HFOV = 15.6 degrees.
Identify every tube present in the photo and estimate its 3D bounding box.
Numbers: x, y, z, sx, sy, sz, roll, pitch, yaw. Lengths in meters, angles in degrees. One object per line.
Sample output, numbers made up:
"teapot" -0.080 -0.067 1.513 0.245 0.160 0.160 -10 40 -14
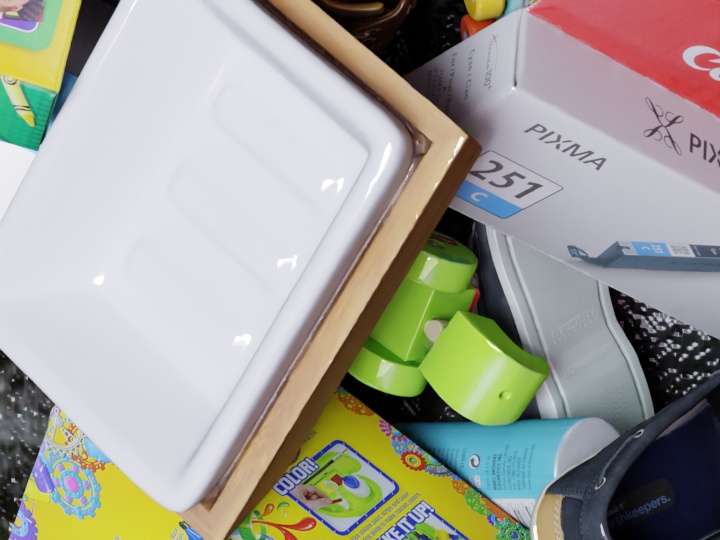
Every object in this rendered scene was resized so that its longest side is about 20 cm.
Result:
"tube" 0.032 0.097 1.176 0.199 0.050 0.078 -8 103 46

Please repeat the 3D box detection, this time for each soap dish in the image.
"soap dish" -0.053 -0.018 1.043 0.157 0.081 0.201 41 112 24

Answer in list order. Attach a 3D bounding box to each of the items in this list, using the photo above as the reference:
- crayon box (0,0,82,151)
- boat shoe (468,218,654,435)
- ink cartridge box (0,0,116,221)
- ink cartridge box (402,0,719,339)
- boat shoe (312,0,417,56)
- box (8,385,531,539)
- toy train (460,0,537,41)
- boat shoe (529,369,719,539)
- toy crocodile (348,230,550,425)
"crayon box" -0.159 -0.162 1.063 0.118 0.058 0.201 16 67 -8
"boat shoe" 0.075 0.004 1.169 0.060 0.075 0.202 3 105 54
"ink cartridge box" -0.199 -0.037 1.165 0.125 0.129 0.201 27 108 0
"ink cartridge box" 0.136 -0.050 1.063 0.199 0.045 0.176 24 147 -29
"boat shoe" -0.007 -0.130 1.098 0.072 0.068 0.200 26 144 -3
"box" -0.053 0.158 1.148 0.192 0.122 0.201 37 130 15
"toy train" 0.131 -0.136 1.073 0.150 0.056 0.200 25 114 -30
"boat shoe" 0.161 0.072 1.086 0.199 0.062 0.075 -27 90 -21
"toy crocodile" 0.000 0.000 1.154 0.200 0.062 0.068 33 109 35
